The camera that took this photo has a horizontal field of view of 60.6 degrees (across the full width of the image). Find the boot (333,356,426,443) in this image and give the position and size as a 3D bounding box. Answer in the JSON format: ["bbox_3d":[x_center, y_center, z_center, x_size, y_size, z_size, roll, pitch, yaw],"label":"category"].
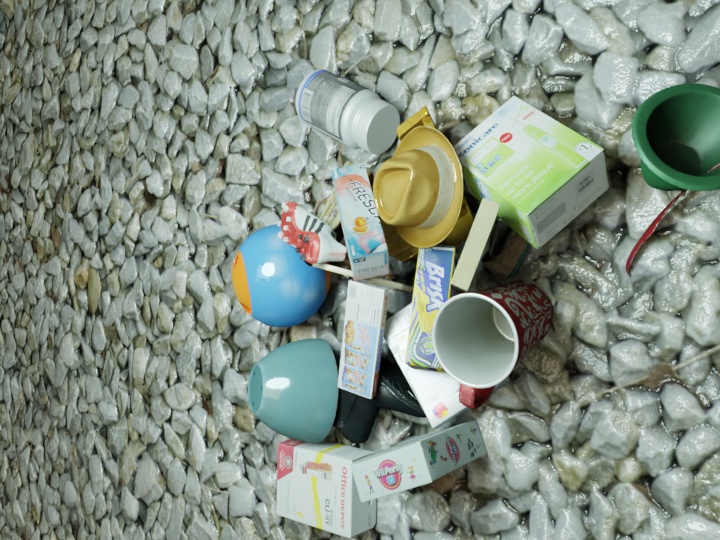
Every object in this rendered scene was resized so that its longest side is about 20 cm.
[{"bbox_3d":[0.035,0.258,1.155,0.197,0.076,0.171,29,119,18],"label":"boot"}]

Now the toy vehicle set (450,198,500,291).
[{"bbox_3d":[0.174,-0.031,0.935,0.026,0.200,0.127,21,92,10],"label":"toy vehicle set"}]

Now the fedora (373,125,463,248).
[{"bbox_3d":[0.077,-0.129,0.978,0.199,0.080,0.206,20,114,53],"label":"fedora"}]

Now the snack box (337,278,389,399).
[{"bbox_3d":[0.004,0.120,1.081,0.070,0.024,0.205,14,108,24],"label":"snack box"}]

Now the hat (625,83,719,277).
[{"bbox_3d":[0.446,-0.140,0.894,0.197,0.177,0.168,-27,65,-7],"label":"hat"}]

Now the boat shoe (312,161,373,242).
[{"bbox_3d":[-0.049,-0.109,1.163,0.062,0.073,0.202,31,82,13],"label":"boat shoe"}]

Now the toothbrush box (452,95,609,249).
[{"bbox_3d":[0.251,-0.154,0.938,0.145,0.086,0.201,-38,46,-1],"label":"toothbrush box"}]

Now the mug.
[{"bbox_3d":[0.200,0.099,0.950,0.134,0.198,0.179,47,121,18],"label":"mug"}]

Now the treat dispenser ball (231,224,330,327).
[{"bbox_3d":[-0.157,0.010,1.229,0.197,0.199,0.207,-2,87,36],"label":"treat dispenser ball"}]

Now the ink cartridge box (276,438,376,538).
[{"bbox_3d":[-0.069,0.422,1.218,0.196,0.083,0.149,0,88,37],"label":"ink cartridge box"}]

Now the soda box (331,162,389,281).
[{"bbox_3d":[-0.002,-0.086,1.045,0.062,0.069,0.203,-12,54,-3],"label":"soda box"}]

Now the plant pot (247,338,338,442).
[{"bbox_3d":[-0.144,0.233,1.206,0.199,0.132,0.206,-20,67,60],"label":"plant pot"}]

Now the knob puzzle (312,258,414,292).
[{"bbox_3d":[0.000,0.000,1.112,0.216,0.218,0.031,15,90,36],"label":"knob puzzle"}]

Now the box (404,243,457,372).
[{"bbox_3d":[0.121,0.063,1.034,0.063,0.070,0.205,4,77,15],"label":"box"}]

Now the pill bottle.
[{"bbox_3d":[-0.025,-0.307,1.196,0.198,0.113,0.116,34,107,33],"label":"pill bottle"}]

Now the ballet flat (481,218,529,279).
[{"bbox_3d":[0.258,-0.080,0.993,0.066,0.068,0.203,25,106,-6],"label":"ballet flat"}]

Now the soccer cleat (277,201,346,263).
[{"bbox_3d":[-0.089,-0.066,1.092,0.200,0.083,0.070,46,124,55],"label":"soccer cleat"}]

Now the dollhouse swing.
[{"bbox_3d":[0.088,-0.133,1.080,0.173,0.181,0.204,-23,74,13],"label":"dollhouse swing"}]

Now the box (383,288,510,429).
[{"bbox_3d":[0.141,0.142,1.065,0.154,0.041,0.202,-34,67,8],"label":"box"}]

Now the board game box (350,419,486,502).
[{"bbox_3d":[0.100,0.312,1.022,0.146,0.198,0.066,-29,72,32],"label":"board game box"}]
